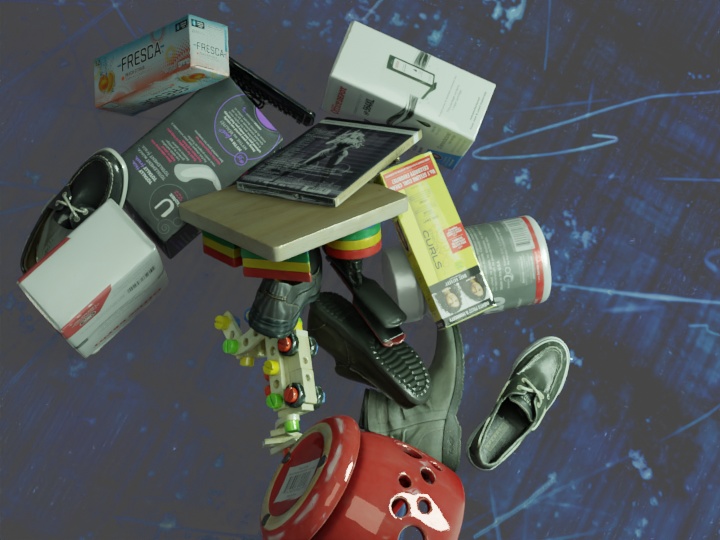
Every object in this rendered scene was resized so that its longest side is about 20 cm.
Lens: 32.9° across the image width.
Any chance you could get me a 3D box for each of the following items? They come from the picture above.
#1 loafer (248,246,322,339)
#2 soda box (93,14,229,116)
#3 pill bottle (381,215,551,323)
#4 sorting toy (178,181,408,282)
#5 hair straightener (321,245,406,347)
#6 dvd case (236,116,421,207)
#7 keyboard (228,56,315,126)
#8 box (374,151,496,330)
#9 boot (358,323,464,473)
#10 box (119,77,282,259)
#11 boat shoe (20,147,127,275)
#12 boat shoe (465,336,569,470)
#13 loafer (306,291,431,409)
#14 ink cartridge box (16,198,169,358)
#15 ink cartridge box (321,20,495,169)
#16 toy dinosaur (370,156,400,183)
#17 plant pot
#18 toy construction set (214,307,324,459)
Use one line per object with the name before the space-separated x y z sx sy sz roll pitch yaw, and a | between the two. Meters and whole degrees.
loafer | -0.081 0.004 1.493 0.072 0.201 0.073 18 120 -1
soda box | -0.249 -0.251 1.511 0.063 0.198 0.069 7 76 -47
pill bottle | 0.132 0.003 1.552 0.197 0.114 0.116 -11 82 -8
sorting toy | -0.077 -0.051 1.437 0.198 0.198 0.071 -22 119 -35
hair straightener | 0.000 0.000 1.528 0.040 0.077 0.201 -18 53 -19
dvd case | -0.036 -0.136 1.491 0.147 0.016 0.200 11 35 32
keyboard | -0.149 -0.234 1.567 0.199 0.104 0.040 34 88 -2
box | 0.090 -0.035 1.467 0.074 0.050 0.202 -21 86 -10
boot | 0.064 0.158 1.545 0.129 0.068 0.203 4 79 0
box | -0.207 -0.131 1.536 0.200 0.106 0.122 -41 86 -12
boat shoe | -0.350 -0.065 1.474 0.074 0.060 0.200 49 121 9
boat shoe | 0.209 0.170 1.558 0.070 0.064 0.201 35 78 0
loafer | 0.008 0.109 1.529 0.200 0.072 0.073 42 34 25
ink cartridge box | -0.313 0.014 1.453 0.147 0.200 0.083 -43 84 -12
ink cartridge box | 0.056 -0.222 1.564 0.198 0.146 0.085 23 78 -2
toy dinosaur | -0.025 -0.100 1.577 0.198 0.060 0.107 -23 93 22
plant pot | -0.004 0.278 1.425 0.182 0.200 0.202 36 78 -17
toy construction set | -0.105 0.132 1.500 0.092 0.130 0.203 -9 79 -53
